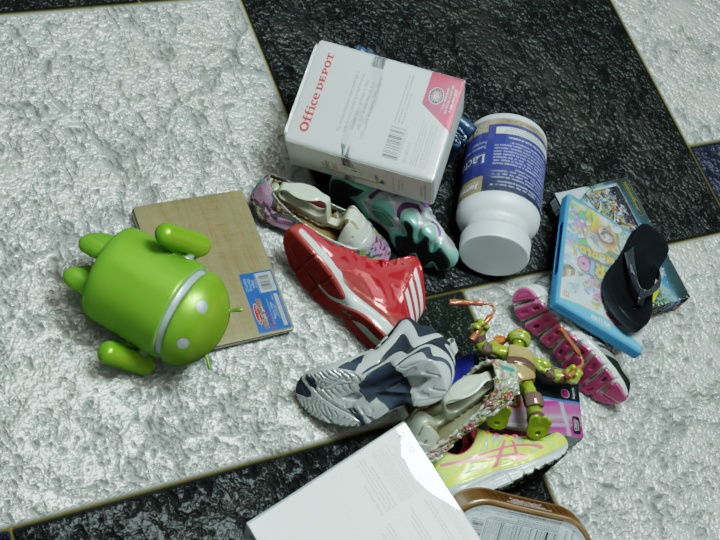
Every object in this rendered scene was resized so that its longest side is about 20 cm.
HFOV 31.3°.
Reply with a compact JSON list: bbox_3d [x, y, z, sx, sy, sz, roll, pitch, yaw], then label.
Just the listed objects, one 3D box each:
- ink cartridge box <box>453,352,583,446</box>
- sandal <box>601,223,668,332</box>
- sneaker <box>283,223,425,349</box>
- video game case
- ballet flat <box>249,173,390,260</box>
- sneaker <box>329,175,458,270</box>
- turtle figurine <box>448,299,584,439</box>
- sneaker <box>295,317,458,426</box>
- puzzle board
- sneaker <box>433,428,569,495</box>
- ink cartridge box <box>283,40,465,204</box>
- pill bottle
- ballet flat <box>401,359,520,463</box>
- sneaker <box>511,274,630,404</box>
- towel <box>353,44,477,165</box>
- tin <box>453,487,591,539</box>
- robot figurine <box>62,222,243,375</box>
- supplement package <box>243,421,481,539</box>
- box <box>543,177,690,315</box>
[{"bbox_3d":[0.185,0.161,1.627,0.197,0.037,0.096,10,58,-16],"label":"ink cartridge box"},{"bbox_3d":[0.369,0.000,1.704,0.076,0.043,0.201,36,45,-9],"label":"sandal"},{"bbox_3d":[0.000,0.000,1.610,0.200,0.078,0.116,50,59,-6],"label":"sneaker"},{"bbox_3d":[0.319,0.004,1.707,0.142,0.018,0.202,30,46,-17],"label":"video game case"},{"bbox_3d":[-0.044,-0.065,1.633,0.198,0.071,0.070,25,51,-9],"label":"ballet flat"},{"bbox_3d":[0.070,-0.102,1.700,0.199,0.078,0.140,39,55,1],"label":"sneaker"},{"bbox_3d":[0.185,0.123,1.585,0.198,0.065,0.163,26,43,-16],"label":"turtle figurine"},{"bbox_3d":[0.028,0.115,1.530,0.080,0.197,0.130,65,26,-11],"label":"sneaker"},{"bbox_3d":[-0.181,0.001,1.571,0.149,0.017,0.202,-11,67,-29],"label":"puzzle board"},{"bbox_3d":[0.165,0.222,1.555,0.198,0.078,0.091,-15,66,-29],"label":"sneaker"},{"bbox_3d":[0.019,-0.188,1.628,0.197,0.083,0.148,17,73,8],"label":"ink cartridge box"},{"bbox_3d":[0.188,-0.101,1.728,0.114,0.116,0.202,18,55,-12],"label":"pill bottle"},{"bbox_3d":[0.097,0.167,1.501,0.199,0.064,0.076,-41,54,6],"label":"ballet flat"},{"bbox_3d":[0.292,0.083,1.692,0.200,0.074,0.087,48,52,7],"label":"sneaker"},{"bbox_3d":[0.054,-0.216,1.740,0.199,0.112,0.049,34,68,-1],"label":"towel"},{"bbox_3d":[0.176,0.321,1.490,0.197,0.042,0.113,14,101,-15],"label":"tin"},{"bbox_3d":[-0.234,0.029,1.457,0.198,0.116,0.177,29,96,9],"label":"robot figurine"},{"bbox_3d":[-0.003,0.291,1.366,0.199,0.151,0.153,-30,76,-17],"label":"supplement package"},{"bbox_3d":[0.359,-0.027,1.806,0.135,0.038,0.202,-12,67,-29],"label":"box"}]
